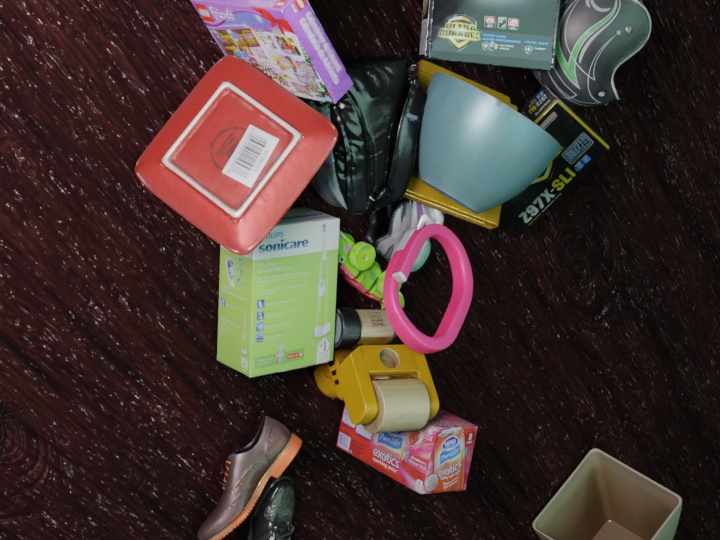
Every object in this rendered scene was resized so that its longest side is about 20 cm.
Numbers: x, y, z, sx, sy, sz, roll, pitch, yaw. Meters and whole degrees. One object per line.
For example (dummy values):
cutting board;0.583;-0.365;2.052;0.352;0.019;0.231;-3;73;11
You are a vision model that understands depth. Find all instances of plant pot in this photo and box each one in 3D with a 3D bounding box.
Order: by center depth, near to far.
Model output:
plant pot;0.153;-0.159;1.627;0.199;0.199;0.136;28;94;-42
plant pot;0.461;0.488;2.193;0.200;0.198;0.178;-45;139;-21

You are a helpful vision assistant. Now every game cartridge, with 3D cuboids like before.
game cartridge;0.140;-0.181;1.731;0.174;0.032;0.204;18;74;-23

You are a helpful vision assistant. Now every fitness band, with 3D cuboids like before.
fitness band;0.099;0.023;1.691;0.144;0.037;0.201;51;44;-22

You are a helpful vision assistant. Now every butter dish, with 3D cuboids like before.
butter dish;-0.143;-0.127;1.498;0.201;0.198;0.148;-52;162;-8

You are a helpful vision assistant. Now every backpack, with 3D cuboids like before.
backpack;-0.003;-0.181;1.616;0.164;0.126;0.204;-12;112;-25

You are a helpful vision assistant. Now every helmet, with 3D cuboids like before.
helmet;0.338;-0.353;1.818;0.198;0.201;0.192;14;120;-42

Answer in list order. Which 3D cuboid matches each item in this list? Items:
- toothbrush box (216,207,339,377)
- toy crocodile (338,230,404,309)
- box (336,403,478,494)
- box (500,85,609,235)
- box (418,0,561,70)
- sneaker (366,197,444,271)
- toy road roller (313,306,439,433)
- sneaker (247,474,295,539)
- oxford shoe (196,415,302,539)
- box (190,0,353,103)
toothbrush box;-0.110;0.026;1.611;0.144;0.085;0.204;-9;110;-39
toy crocodile;0.000;0.000;1.707;0.062;0.067;0.200;-54;135;-9
box;0.066;0.243;1.753;0.094;0.199;0.102;4;101;-42
box;0.266;-0.166;1.852;0.200;0.050;0.159;-45;136;15
box;0.188;-0.394;1.703;0.196;0.050;0.202;4;99;-12
sneaker;0.070;-0.109;1.733;0.139;0.077;0.203;28;84;-43
toy road roller;0.010;0.152;1.688;0.121;0.202;0.146;1;144;-31
sneaker;-0.114;0.400;1.705;0.076;0.113;0.203;18;89;-44
oxford shoe;-0.170;0.293;1.668;0.072;0.071;0.201;42;76;-11
box;-0.109;-0.277;1.442;0.039;0.199;0.138;-47;129;-19
